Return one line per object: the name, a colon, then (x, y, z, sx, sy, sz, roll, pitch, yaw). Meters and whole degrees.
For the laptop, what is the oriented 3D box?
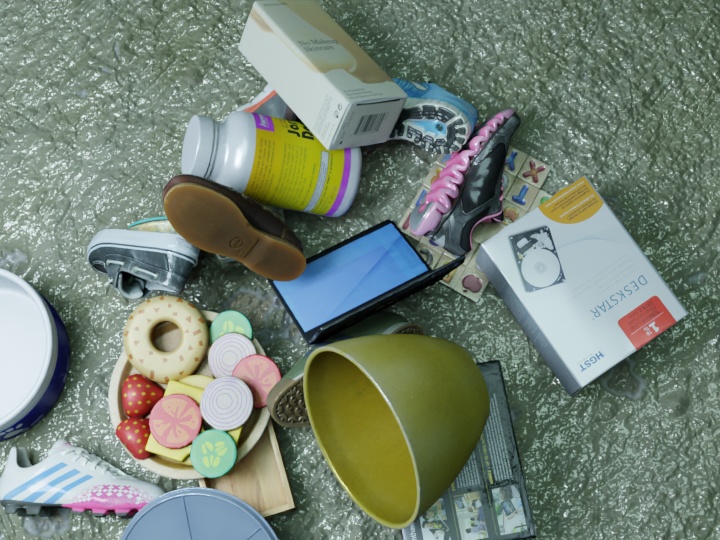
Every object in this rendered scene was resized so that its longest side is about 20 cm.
laptop: (0.000, 0.000, 1.161, 0.176, 0.200, 0.104, -27, 85, -12)

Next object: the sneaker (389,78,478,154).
sneaker: (0.058, -0.202, 1.291, 0.198, 0.079, 0.090, 24, 34, 22)

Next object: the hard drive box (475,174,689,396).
hard drive box: (0.255, 0.018, 1.204, 0.155, 0.077, 0.201, -33, 78, -7)

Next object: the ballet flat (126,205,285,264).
ballet flat: (-0.187, -0.038, 1.248, 0.197, 0.071, 0.072, -9, 73, -3)

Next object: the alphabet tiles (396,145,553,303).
alphabet tiles: (0.148, -0.068, 1.273, 0.165, 0.006, 0.201, 29, 77, 10)

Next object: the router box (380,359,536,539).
router box: (0.106, 0.214, 1.169, 0.147, 0.051, 0.202, -10, 73, 2)

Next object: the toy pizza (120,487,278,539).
toy pizza: (-0.175, 0.337, 1.138, 0.198, 0.032, 0.203, 0, 93, 7)

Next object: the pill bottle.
pill bottle: (-0.105, -0.128, 1.214, 0.198, 0.104, 0.106, 8, 72, -24)

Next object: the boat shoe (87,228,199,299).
boat shoe: (-0.265, -0.004, 1.193, 0.199, 0.072, 0.072, -3, 64, 49)

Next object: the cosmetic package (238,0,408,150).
cosmetic package: (-0.047, -0.238, 1.232, 0.105, 0.071, 0.200, -16, 55, -43)

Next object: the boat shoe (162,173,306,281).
boat shoe: (-0.145, -0.054, 1.160, 0.070, 0.199, 0.071, -40, 42, 17)

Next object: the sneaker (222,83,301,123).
sneaker: (-0.120, -0.165, 1.281, 0.082, 0.077, 0.200, 42, 80, 7)

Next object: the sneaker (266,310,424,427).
sneaker: (-0.029, 0.106, 1.185, 0.199, 0.068, 0.090, -28, 30, -18)

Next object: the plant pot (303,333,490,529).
plant pot: (0.052, 0.146, 1.083, 0.141, 0.200, 0.201, -24, 73, -29)

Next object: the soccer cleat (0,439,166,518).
soccer cleat: (-0.314, 0.236, 1.173, 0.197, 0.070, 0.087, 1, 74, 3)

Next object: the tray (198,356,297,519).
tray: (-0.148, 0.192, 1.196, 0.098, 0.037, 0.202, -17, 73, -2)

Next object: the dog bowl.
dog bowl: (-0.449, 0.100, 1.214, 0.197, 0.079, 0.203, -1, 73, 2)

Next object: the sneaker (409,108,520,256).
sneaker: (0.145, -0.104, 1.254, 0.095, 0.079, 0.201, 37, 78, -10)

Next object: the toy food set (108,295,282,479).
toy food set: (-0.191, 0.136, 1.171, 0.196, 0.049, 0.202, 15, 75, 7)
